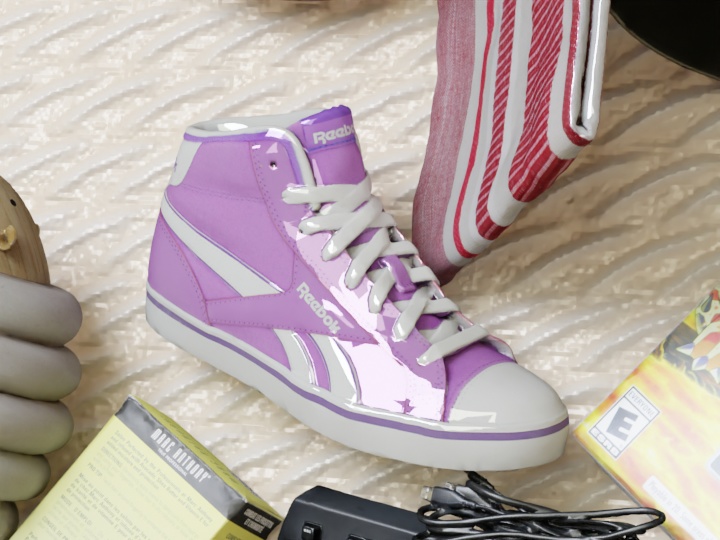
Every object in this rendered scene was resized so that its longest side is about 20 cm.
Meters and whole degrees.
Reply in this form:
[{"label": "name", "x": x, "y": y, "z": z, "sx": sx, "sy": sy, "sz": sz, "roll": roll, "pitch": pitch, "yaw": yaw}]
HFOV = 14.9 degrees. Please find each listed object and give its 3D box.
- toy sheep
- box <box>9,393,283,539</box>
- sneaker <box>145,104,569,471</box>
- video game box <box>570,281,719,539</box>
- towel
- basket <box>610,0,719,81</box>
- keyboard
[{"label": "toy sheep", "x": -0.182, "y": 0.053, "z": 1.125, "sx": 0.138, "sy": 0.138, "sz": 0.201, "roll": 19, "pitch": 95, "yaw": 24}, {"label": "box", "x": -0.125, "y": 0.151, "z": 1.114, "sx": 0.075, "sy": 0.050, "sz": 0.200, "roll": 38, "pitch": 88, "yaw": 25}, {"label": "sneaker", "x": -0.001, "y": 0.000, "z": 1.077, "sx": 0.200, "sy": 0.073, "sz": 0.115, "roll": 24, "pitch": 114, "yaw": 27}, {"label": "video game box", "x": 0.208, "y": 0.065, "z": 1.016, "sx": 0.182, "sy": 0.047, "sz": 0.200, "roll": -45, "pitch": 58, "yaw": -1}, {"label": "towel", "x": 0.057, "y": -0.086, "z": 1.055, "sx": 0.023, "sy": 0.200, "sz": 0.144, "roll": 9, "pitch": 73, "yaw": -11}, {"label": "basket", "x": 0.168, "y": -0.192, "z": 1.060, "sx": 0.136, "sy": 0.180, "sz": 0.201, "roll": -12, "pitch": 63, "yaw": 34}, {"label": "keyboard", "x": 0.045, "y": 0.128, "z": 1.037, "sx": 0.200, "sy": 0.040, "sz": 0.104, "roll": 12, "pitch": 100, "yaw": 30}]
